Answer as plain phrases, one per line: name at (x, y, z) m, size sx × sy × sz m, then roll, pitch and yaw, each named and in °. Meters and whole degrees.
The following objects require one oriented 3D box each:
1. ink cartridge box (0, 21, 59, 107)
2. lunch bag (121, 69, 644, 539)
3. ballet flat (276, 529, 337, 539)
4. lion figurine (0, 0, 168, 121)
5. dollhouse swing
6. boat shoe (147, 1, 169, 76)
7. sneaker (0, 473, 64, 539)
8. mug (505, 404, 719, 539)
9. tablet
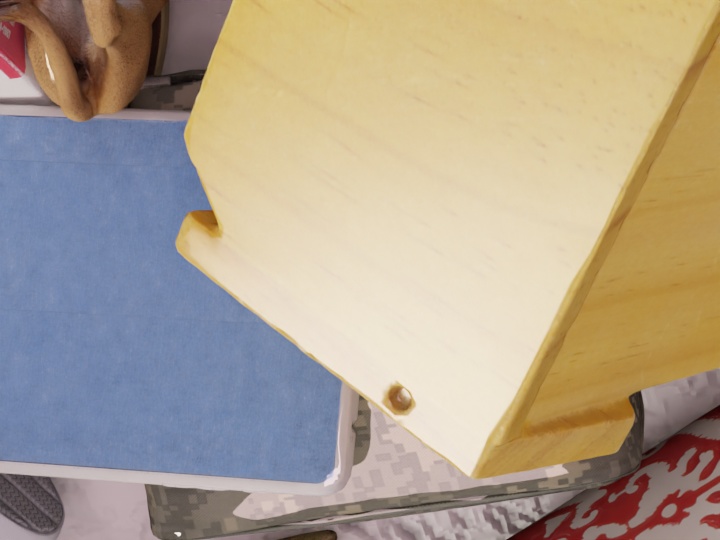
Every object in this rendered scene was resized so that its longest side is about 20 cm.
ink cartridge box at (-0.149, -0.167, 0.905) m, size 0.084 × 0.145 × 0.201 m, roll 2°, pitch 81°, yaw 7°
lunch bag at (0.000, 0.000, 0.964) m, size 0.199 × 0.139 × 0.168 m, roll -7°, pitch 97°, yaw 7°
ballet flat at (-0.088, 0.169, 1.043) m, size 0.071 × 0.071 × 0.200 m, roll 36°, pitch 102°, yaw -3°
lion figurine at (-0.080, -0.109, 0.907) m, size 0.072 × 0.200 × 0.123 m, roll 22°, pitch 139°, yaw 14°
dollhouse swing at (0.080, -0.065, 0.823) m, size 0.182 × 0.176 × 0.200 m, roll 37°, pitch 127°, yaw 19°
boat shoe at (-0.128, -0.048, 0.994) m, size 0.072 × 0.072 × 0.201 m, roll 24°, pitch 102°, yaw -1°
sneaker at (-0.209, 0.061, 1.031) m, size 0.200 × 0.073 × 0.071 m, roll 36°, pitch 111°, yaw 6°
mug at (0.128, 0.121, 0.964) m, size 0.200 × 0.177 × 0.134 m, roll -30°, pitch 84°, yaw 14°
tablet at (-0.095, 0.008, 0.907) m, size 0.199 × 0.014 × 0.131 m, roll 3°, pitch 84°, yaw 16°
